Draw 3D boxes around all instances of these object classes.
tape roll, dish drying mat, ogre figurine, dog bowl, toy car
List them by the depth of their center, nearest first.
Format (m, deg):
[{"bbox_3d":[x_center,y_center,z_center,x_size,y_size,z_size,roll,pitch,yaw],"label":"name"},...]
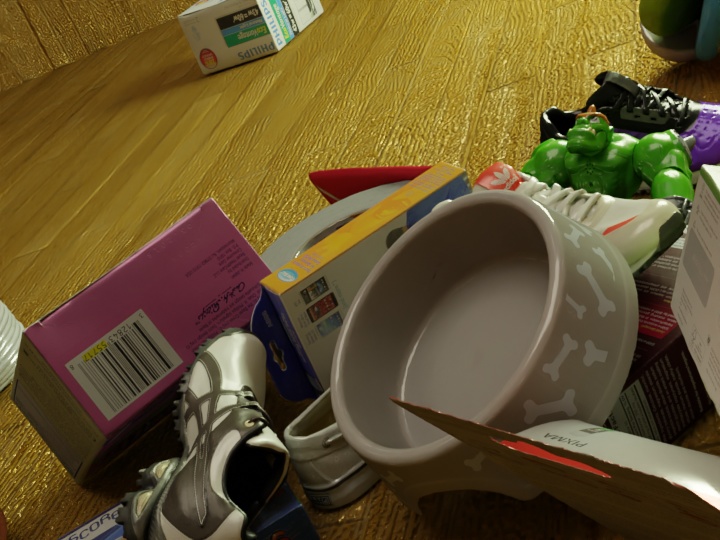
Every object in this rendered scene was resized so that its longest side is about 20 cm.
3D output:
[{"bbox_3d":[0.062,0.042,0.652,0.199,0.058,0.202,-32,39,31],"label":"dog bowl"},{"bbox_3d":[0.180,-0.057,0.878,0.199,0.098,0.121,-20,37,55],"label":"ogre figurine"},{"bbox_3d":[0.000,0.000,0.973,0.198,0.067,0.201,-23,24,10],"label":"tape roll"},{"bbox_3d":[0.030,-0.071,1.081,0.199,0.077,0.018,6,55,52],"label":"dish drying mat"},{"bbox_3d":[0.373,-0.279,1.089,0.198,0.176,0.151,-30,60,-10],"label":"toy car"}]

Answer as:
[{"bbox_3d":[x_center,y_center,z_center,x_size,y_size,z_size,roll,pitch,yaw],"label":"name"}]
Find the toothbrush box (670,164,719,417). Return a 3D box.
[{"bbox_3d":[0.263,0.023,0.522,0.197,0.087,0.146,7,26,0],"label":"toothbrush box"}]

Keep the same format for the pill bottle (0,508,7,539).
[{"bbox_3d":[-0.357,0.198,0.880,0.198,0.107,0.106,-2,32,44],"label":"pill bottle"}]

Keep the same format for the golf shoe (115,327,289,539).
[{"bbox_3d":[-0.079,0.113,0.729,0.093,0.078,0.201,-10,37,22],"label":"golf shoe"}]

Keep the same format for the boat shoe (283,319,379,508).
[{"bbox_3d":[0.018,0.067,0.784,0.201,0.087,0.074,-40,27,-28],"label":"boat shoe"}]

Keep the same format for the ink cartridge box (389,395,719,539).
[{"bbox_3d":[0.133,0.089,0.487,0.160,0.199,0.051,8,68,52],"label":"ink cartridge box"}]

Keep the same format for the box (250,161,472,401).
[{"bbox_3d":[0.014,0.021,0.843,0.199,0.120,0.041,-35,30,-19],"label":"box"}]

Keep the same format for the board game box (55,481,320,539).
[{"bbox_3d":[-0.136,0.192,0.750,0.198,0.035,0.135,-30,24,-10],"label":"board game box"}]

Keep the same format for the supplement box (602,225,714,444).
[{"bbox_3d":[0.169,0.052,0.691,0.199,0.061,0.108,-35,24,-20],"label":"supplement box"}]

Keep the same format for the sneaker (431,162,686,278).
[{"bbox_3d":[0.116,-0.028,0.731,0.070,0.094,0.199,-37,11,-32],"label":"sneaker"}]

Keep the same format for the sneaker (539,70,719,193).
[{"bbox_3d":[0.236,-0.123,0.934,0.198,0.100,0.070,-11,29,34],"label":"sneaker"}]

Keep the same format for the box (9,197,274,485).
[{"bbox_3d":[-0.173,0.062,0.879,0.175,0.097,0.200,-39,-3,-28],"label":"box"}]

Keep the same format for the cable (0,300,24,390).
[{"bbox_3d":[-0.456,0.111,1.212,0.198,0.070,0.201,-17,25,21],"label":"cable"}]

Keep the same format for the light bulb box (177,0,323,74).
[{"bbox_3d":[-0.210,-0.495,2.156,0.196,0.126,0.200,-10,27,33],"label":"light bulb box"}]
